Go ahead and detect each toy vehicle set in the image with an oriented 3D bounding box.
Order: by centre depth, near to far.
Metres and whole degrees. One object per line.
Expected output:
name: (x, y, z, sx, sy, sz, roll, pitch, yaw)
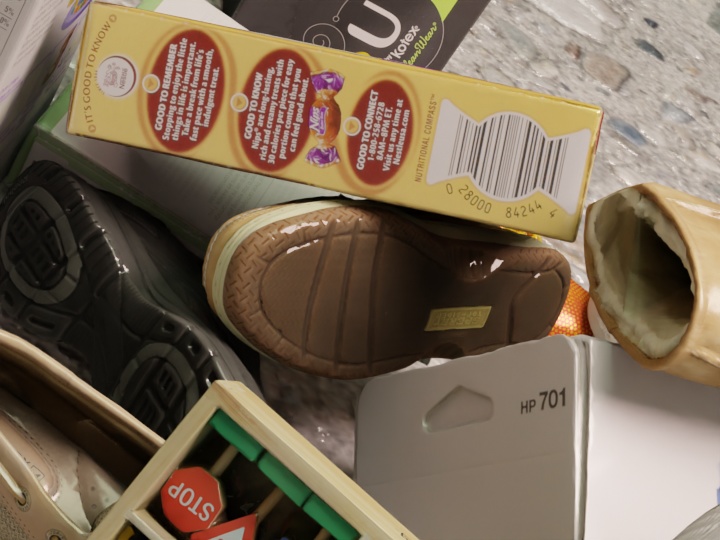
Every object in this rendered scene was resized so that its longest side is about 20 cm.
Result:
toy vehicle set: (-0.007, 0.145, 0.601, 0.200, 0.125, 0.026, 40, 6, 13)

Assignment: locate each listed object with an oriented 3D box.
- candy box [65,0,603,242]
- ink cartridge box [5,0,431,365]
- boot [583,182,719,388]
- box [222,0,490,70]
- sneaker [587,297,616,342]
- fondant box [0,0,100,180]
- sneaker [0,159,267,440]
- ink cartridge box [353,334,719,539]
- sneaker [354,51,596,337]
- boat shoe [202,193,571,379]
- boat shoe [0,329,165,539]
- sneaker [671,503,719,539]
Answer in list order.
candy box: (-0.007, -0.059, 0.781, 0.198, 0.057, 0.117, 11, 4, 3)
ink cartridge box: (-0.042, -0.038, 0.899, 0.199, 0.048, 0.146, 33, 40, -3)
boot: (0.173, 0.003, 0.747, 0.198, 0.067, 0.175, 16, 20, -22)
box: (0.005, -0.210, 1.125, 0.124, 0.149, 0.201, 25, 29, -18)
sneaker: (0.186, 0.073, 0.915, 0.075, 0.084, 0.201, -10, 66, -55)
fondant box: (-0.141, -0.111, 0.775, 0.058, 0.201, 0.145, 31, 28, -4)
sneaker: (-0.068, 0.036, 0.765, 0.090, 0.076, 0.201, 12, 38, -50)
ink cartridge box: (0.116, 0.091, 0.771, 0.199, 0.146, 0.087, 11, 74, -32)
sneaker: (0.047, -0.031, 0.973, 0.200, 0.077, 0.073, 40, 28, 8)
boat shoe: (0.000, 0.000, 0.799, 0.076, 0.072, 0.199, 34, 16, 37)
boat shoe: (-0.070, 0.093, 0.662, 0.199, 0.065, 0.072, 37, 45, 10)
sneaker: (0.111, 0.158, 0.632, 0.074, 0.201, 0.118, -30, 71, -36)
